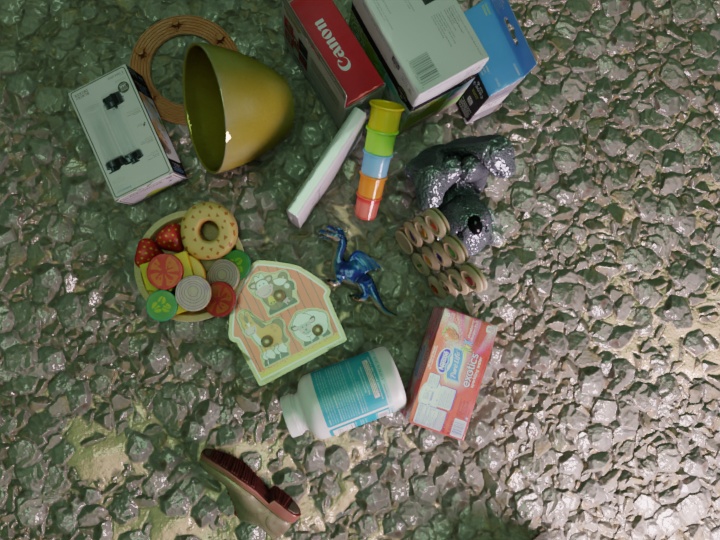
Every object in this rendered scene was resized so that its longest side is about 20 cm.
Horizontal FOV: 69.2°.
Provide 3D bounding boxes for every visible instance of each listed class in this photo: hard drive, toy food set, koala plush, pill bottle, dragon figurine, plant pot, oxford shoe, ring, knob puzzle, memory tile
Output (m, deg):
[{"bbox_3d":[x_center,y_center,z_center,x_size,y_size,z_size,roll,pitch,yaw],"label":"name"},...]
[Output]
[{"bbox_3d":[-0.059,-0.169,0.888,0.027,0.132,0.201,34,85,-2],"label":"hard drive"},{"bbox_3d":[-0.291,-0.007,0.898,0.198,0.049,0.199,-18,87,-4],"label":"toy food set"},{"bbox_3d":[0.174,-0.115,0.909,0.176,0.184,0.201,-24,110,-6],"label":"koala plush"},{"bbox_3d":[-0.031,0.211,0.879,0.199,0.111,0.112,-19,88,-6],"label":"pill bottle"},{"bbox_3d":[0.000,0.000,0.919,0.199,0.059,0.100,31,85,-1],"label":"dragon figurine"},{"bbox_3d":[-0.196,-0.272,0.870,0.141,0.200,0.202,-15,88,-31],"label":"plant pot"},{"bbox_3d":[-0.199,0.380,0.877,0.200,0.070,0.075,38,90,-1],"label":"oxford shoe"},{"bbox_3d":[-0.313,-0.363,0.936,0.199,0.019,0.202,0,87,-4],"label":"ring"},{"bbox_3d":[-0.143,0.074,0.918,0.218,0.030,0.222,0,87,-4],"label":"knob puzzle"},{"bbox_3d":[0.125,-0.022,0.862,0.017,0.200,0.154,-34,91,-14],"label":"memory tile"}]

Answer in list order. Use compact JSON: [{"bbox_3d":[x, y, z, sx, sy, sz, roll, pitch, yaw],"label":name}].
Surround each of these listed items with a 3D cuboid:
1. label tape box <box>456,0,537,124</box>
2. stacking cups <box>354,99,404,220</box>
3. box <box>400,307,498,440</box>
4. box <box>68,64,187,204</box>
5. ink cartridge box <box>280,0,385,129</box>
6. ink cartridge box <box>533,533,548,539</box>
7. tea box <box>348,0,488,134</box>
[{"bbox_3d":[0.203,-0.358,0.886,0.063,0.200,0.145,-25,89,-6],"label":"label tape box"},{"bbox_3d":[0.028,-0.181,0.887,0.060,0.061,0.201,8,117,-4],"label":"stacking cups"},{"bbox_3d":[0.150,0.173,0.904,0.102,0.095,0.202,18,85,-3],"label":"box"},{"bbox_3d":[-0.395,-0.227,0.891,0.116,0.060,0.201,-25,88,4],"label":"box"},{"bbox_3d":[-0.047,-0.359,0.879,0.084,0.176,0.201,-32,90,-6],"label":"ink cartridge box"},{"bbox_3d":[0.309,0.565,0.878,0.199,0.125,0.129,-34,90,-6],"label":"ink cartridge box"},{"bbox_3d":[0.085,-0.371,0.879,0.133,0.197,0.201,-30,89,-6],"label":"tea box"}]
